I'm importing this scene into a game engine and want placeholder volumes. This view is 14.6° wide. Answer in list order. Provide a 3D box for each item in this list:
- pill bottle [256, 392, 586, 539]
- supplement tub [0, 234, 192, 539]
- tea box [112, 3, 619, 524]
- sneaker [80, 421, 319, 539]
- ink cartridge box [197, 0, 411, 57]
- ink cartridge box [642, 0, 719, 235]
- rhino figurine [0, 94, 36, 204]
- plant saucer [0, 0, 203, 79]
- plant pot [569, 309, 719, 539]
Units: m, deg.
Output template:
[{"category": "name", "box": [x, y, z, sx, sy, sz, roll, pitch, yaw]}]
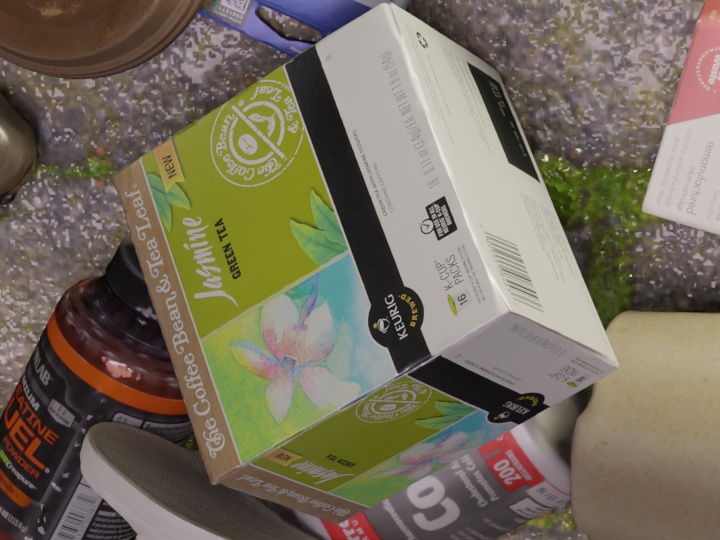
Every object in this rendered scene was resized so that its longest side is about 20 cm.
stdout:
[{"category": "pill bottle", "box": [0.028, 0.117, 1.627, 0.200, 0.114, 0.114, -30, 102, 20]}, {"category": "supplement tub", "box": [-0.149, 0.077, 1.656, 0.107, 0.107, 0.200, 28, 113, 1]}, {"category": "tea box", "box": [0.000, 0.000, 1.531, 0.197, 0.134, 0.200, -32, 61, 21]}, {"category": "sneaker", "box": [-0.091, 0.180, 1.590, 0.200, 0.074, 0.116, 34, 117, 7]}, {"category": "ink cartridge box", "box": [-0.013, -0.204, 1.557, 0.119, 0.042, 0.200, 25, 115, 3]}, {"category": "ink cartridge box", "box": [0.266, -0.064, 1.532, 0.200, 0.068, 0.117, 16, 113, 6]}, {"category": "rhino figurine", "box": [-0.272, -0.105, 1.636, 0.087, 0.060, 0.200, -44, 96, 3]}, {"category": "plant saucer", "box": [-0.171, -0.203, 1.576, 0.200, 0.029, 0.201, 7, 107, 22]}, {"category": "plant pot", "box": [0.220, 0.100, 1.551, 0.183, 0.200, 0.201, 9, 112, 20]}]
